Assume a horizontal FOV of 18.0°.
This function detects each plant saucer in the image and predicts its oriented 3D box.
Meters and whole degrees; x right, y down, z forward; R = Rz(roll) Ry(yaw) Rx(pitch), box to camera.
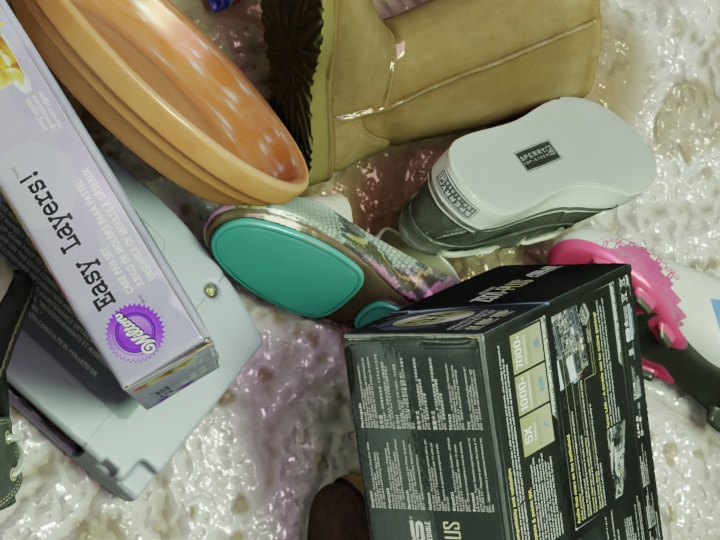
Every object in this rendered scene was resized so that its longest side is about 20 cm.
[{"bbox_3d":[-0.110,-0.102,1.179,0.200,0.200,0.037,42,103,-11],"label":"plant saucer"}]

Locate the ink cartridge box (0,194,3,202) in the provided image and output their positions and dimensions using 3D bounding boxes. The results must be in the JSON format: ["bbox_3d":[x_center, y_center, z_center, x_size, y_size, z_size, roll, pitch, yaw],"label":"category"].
[{"bbox_3d":[-0.296,-0.057,1.062,0.200,0.197,0.047,52,35,-5],"label":"ink cartridge box"}]

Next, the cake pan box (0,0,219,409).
[{"bbox_3d":[-0.133,-0.025,1.086,0.052,0.200,0.185,-30,87,-5],"label":"cake pan box"}]

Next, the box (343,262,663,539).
[{"bbox_3d":[0.081,0.110,1.192,0.164,0.086,0.201,-23,108,-54],"label":"box"}]

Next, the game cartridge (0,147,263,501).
[{"bbox_3d":[-0.153,0.008,1.201,0.200,0.042,0.133,44,61,-10],"label":"game cartridge"}]

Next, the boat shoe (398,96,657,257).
[{"bbox_3d":[0.095,-0.051,1.309,0.200,0.064,0.071,-13,66,-49],"label":"boat shoe"}]

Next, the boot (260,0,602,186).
[{"bbox_3d":[0.043,-0.144,1.272,0.200,0.175,0.066,-20,48,-25],"label":"boot"}]

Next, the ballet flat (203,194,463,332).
[{"bbox_3d":[0.000,0.000,1.263,0.200,0.069,0.071,29,46,-23],"label":"ballet flat"}]

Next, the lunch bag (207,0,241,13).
[{"bbox_3d":[-0.063,-0.273,1.286,0.150,0.094,0.200,-29,79,-25],"label":"lunch bag"}]

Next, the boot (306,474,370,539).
[{"bbox_3d":[-0.057,0.207,1.180,0.166,0.072,0.201,2,83,-28],"label":"boot"}]

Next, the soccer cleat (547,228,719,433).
[{"bbox_3d":[0.194,0.027,1.347,0.200,0.070,0.086,38,52,-16],"label":"soccer cleat"}]

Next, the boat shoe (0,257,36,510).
[{"bbox_3d":[-0.200,0.092,1.132,0.067,0.072,0.201,21,87,-24],"label":"boat shoe"}]
